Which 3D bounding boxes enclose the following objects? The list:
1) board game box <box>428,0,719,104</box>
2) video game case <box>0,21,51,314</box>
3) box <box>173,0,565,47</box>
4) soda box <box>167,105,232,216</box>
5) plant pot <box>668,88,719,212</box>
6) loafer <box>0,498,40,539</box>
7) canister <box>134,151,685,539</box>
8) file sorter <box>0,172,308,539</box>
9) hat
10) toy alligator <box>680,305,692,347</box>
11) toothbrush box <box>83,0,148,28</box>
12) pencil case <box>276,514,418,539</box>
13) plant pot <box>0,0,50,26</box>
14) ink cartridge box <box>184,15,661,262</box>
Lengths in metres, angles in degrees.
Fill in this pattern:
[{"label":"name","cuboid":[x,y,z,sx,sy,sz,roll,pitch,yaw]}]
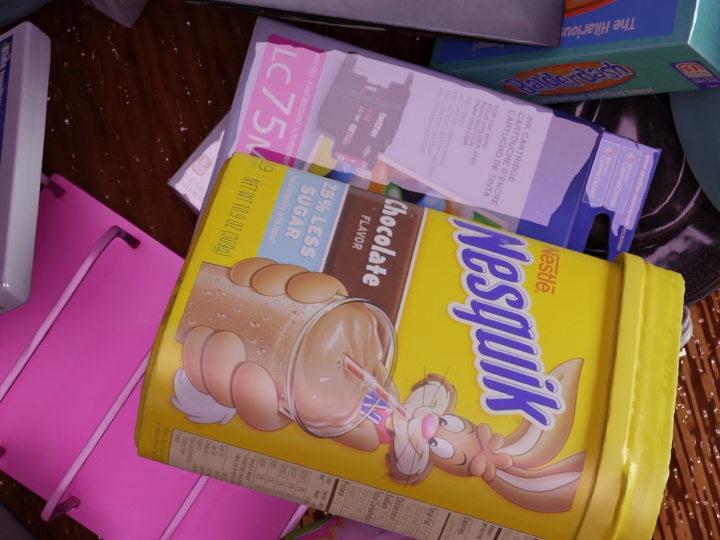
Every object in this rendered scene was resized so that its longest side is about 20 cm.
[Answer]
[{"label":"board game box","cuboid":[0.120,-0.178,0.743,0.045,0.151,0.202,27,71,-41]},{"label":"video game case","cuboid":[-0.222,-0.016,0.726,0.199,0.018,0.144,-23,52,27]},{"label":"box","cuboid":[-0.012,-0.170,0.666,0.198,0.114,0.134,2,100,-37]},{"label":"soda box","cuboid":[0.000,0.000,0.792,0.200,0.064,0.068,42,87,0]},{"label":"plant pot","cuboid":[0.264,-0.099,0.717,0.199,0.161,0.203,-4,98,-29]},{"label":"loafer","cuboid":[-0.157,0.177,0.742,0.200,0.073,0.071,53,54,-30]},{"label":"canister","cuboid":[0.022,0.039,0.652,0.198,0.087,0.149,16,47,0]},{"label":"file sorter","cuboid":[-0.108,0.062,0.755,0.199,0.125,0.140,34,87,-1]},{"label":"hat","cuboid":[0.123,-0.070,0.789,0.198,0.081,0.203,0,88,-1]},{"label":"toy alligator","cuboid":[0.108,0.106,0.801,0.200,0.059,0.054,-48,133,-4]},{"label":"toothbrush box","cuboid":[-0.163,-0.236,0.781,0.199,0.085,0.147,32,88,-2]},{"label":"pencil case","cuboid":[0.023,0.135,0.686,0.198,0.087,0.088,-15,89,-27]},{"label":"plant pot","cuboid":[-0.199,-0.207,0.672,0.198,0.134,0.203,0,91,0]},{"label":"ink cartridge box","cuboid":[0.030,-0.030,0.736,0.198,0.042,0.121,17,97,-3]}]
